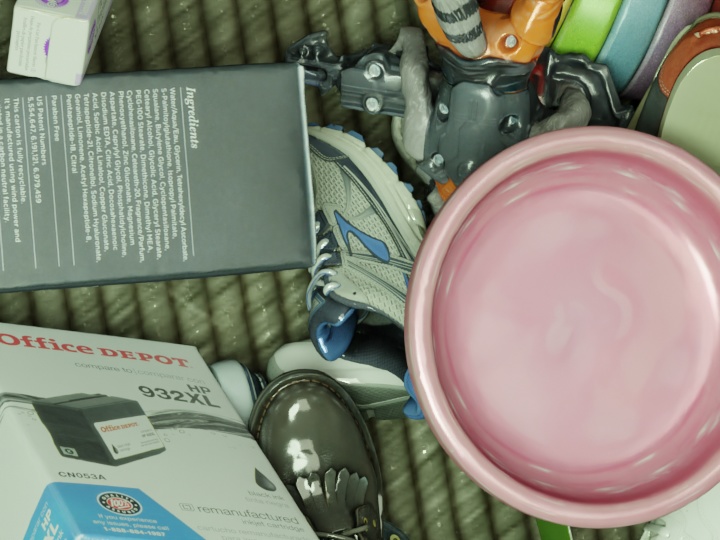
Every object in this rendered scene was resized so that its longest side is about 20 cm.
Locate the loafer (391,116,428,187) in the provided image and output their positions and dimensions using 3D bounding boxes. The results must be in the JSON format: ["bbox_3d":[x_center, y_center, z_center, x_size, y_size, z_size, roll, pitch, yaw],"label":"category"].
[{"bbox_3d":[0.110,-0.046,1.628,0.199,0.063,0.072,24,95,5],"label":"loafer"}]

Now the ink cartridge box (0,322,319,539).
[{"bbox_3d":[-0.123,0.115,1.474,0.144,0.200,0.084,8,116,-30],"label":"ink cartridge box"}]

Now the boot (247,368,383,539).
[{"bbox_3d":[0.002,0.158,1.470,0.069,0.174,0.201,-14,102,-10],"label":"boot"}]

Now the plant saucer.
[{"bbox_3d":[0.115,0.029,1.487,0.199,0.051,0.202,1,86,-14],"label":"plant saucer"}]

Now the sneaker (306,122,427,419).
[{"bbox_3d":[0.000,0.000,1.550,0.085,0.077,0.200,-32,58,-20],"label":"sneaker"}]

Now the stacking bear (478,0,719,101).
[{"bbox_3d":[0.110,-0.158,1.604,0.199,0.114,0.122,22,124,-7],"label":"stacking bear"}]

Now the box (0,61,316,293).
[{"bbox_3d":[-0.137,-0.045,1.520,0.199,0.148,0.108,-5,91,-13],"label":"box"}]

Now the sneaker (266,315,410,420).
[{"bbox_3d":[0.042,0.035,1.612,0.199,0.070,0.081,-5,75,-17],"label":"sneaker"}]

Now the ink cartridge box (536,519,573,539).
[{"bbox_3d":[0.077,0.182,1.568,0.075,0.148,0.201,-11,83,-3],"label":"ink cartridge box"}]

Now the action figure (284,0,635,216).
[{"bbox_3d":[0.037,-0.106,1.540,0.199,0.105,0.195,3,121,17],"label":"action figure"}]

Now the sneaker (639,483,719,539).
[{"bbox_3d":[0.173,0.184,1.635,0.080,0.076,0.201,5,86,-4],"label":"sneaker"}]

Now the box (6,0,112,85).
[{"bbox_3d":[-0.140,-0.165,1.506,0.038,0.200,0.042,11,125,0],"label":"box"}]

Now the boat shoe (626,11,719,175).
[{"bbox_3d":[0.158,-0.041,1.555,0.071,0.063,0.201,15,116,-13],"label":"boat shoe"}]

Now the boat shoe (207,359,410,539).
[{"bbox_3d":[-0.022,0.136,1.589,0.090,0.071,0.201,-17,100,-14],"label":"boat shoe"}]
